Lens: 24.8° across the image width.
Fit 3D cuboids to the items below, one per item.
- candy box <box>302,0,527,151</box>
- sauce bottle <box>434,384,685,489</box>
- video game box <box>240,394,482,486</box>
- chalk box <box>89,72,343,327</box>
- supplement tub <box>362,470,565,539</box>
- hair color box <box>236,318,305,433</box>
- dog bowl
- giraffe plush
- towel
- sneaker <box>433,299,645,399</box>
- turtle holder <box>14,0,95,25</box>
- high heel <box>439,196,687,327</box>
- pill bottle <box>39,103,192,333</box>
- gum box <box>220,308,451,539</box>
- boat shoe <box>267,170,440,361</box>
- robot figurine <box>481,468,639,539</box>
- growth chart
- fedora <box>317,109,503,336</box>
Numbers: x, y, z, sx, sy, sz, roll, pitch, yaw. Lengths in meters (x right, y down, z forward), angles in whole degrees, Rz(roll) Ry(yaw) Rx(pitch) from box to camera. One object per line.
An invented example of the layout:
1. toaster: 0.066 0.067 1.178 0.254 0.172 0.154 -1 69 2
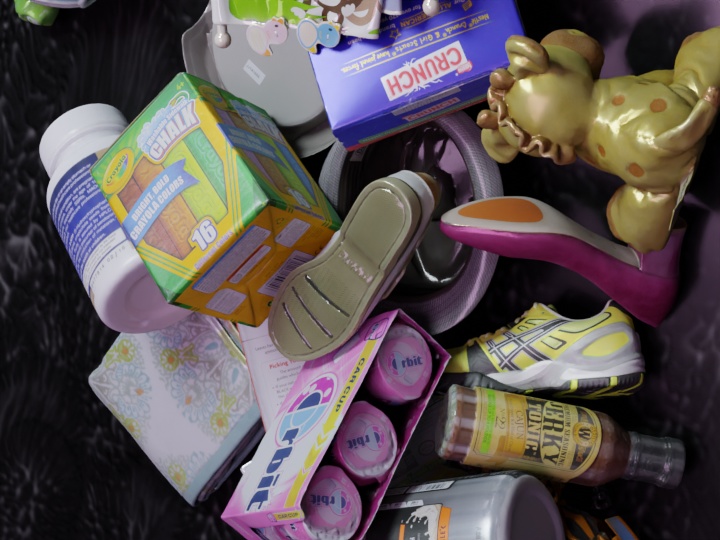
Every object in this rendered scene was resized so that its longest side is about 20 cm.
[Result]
1. candy box: 0.033 -0.219 1.291 0.168 0.077 0.202 -19 76 11
2. sauce bottle: 0.162 0.138 1.320 0.198 0.065 0.065 10 111 -7
3. video game box: 0.026 0.198 1.414 0.199 0.047 0.183 -30 85 -2
4. chalk box: -0.129 -0.073 1.360 0.124 0.123 0.200 -46 60 16
5. supplement tub: 0.053 0.229 1.298 0.199 0.122 0.124 -13 95 31
6. hair color box: -0.056 0.061 1.461 0.101 0.061 0.202 -14 96 -3
7. dog bowl: -0.060 -0.199 1.423 0.199 0.059 0.202 9 107 31
8. giraffe plush: 0.173 -0.111 1.198 0.161 0.200 0.174 22 117 10
9. towel: -0.160 0.106 1.574 0.171 0.048 0.200 49 122 16
10. sneaker: 0.137 0.070 1.359 0.198 0.075 0.077 -5 75 16
11. turtle holder: -0.288 -0.299 1.495 0.132 0.141 0.186 42 113 -4
12. high heel: 0.156 -0.003 1.287 0.198 0.067 0.097 1 118 -11
13. pill bottle: -0.220 -0.053 1.504 0.120 0.119 0.201 -53 53 31
14. gum box: -0.021 0.136 1.303 0.066 0.201 0.113 41 148 -20
15. boat shoe: 0.000 0.000 1.314 0.075 0.068 0.200 51 126 12
16. robot figurine: 0.167 0.236 1.363 0.145 0.058 0.200 -38 88 -5
17. growth chart: -0.031 -0.235 1.229 0.198 0.018 0.146 -3 110 22
18. fedora: 0.054 -0.048 1.369 0.176 0.090 0.202 -5 92 31
